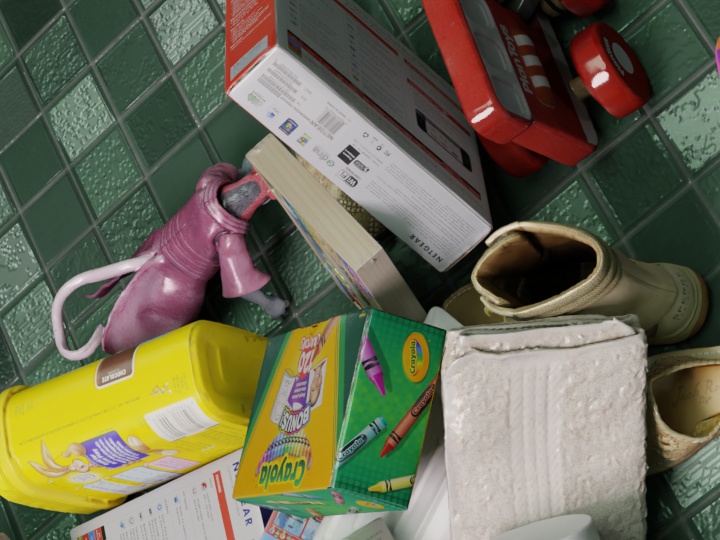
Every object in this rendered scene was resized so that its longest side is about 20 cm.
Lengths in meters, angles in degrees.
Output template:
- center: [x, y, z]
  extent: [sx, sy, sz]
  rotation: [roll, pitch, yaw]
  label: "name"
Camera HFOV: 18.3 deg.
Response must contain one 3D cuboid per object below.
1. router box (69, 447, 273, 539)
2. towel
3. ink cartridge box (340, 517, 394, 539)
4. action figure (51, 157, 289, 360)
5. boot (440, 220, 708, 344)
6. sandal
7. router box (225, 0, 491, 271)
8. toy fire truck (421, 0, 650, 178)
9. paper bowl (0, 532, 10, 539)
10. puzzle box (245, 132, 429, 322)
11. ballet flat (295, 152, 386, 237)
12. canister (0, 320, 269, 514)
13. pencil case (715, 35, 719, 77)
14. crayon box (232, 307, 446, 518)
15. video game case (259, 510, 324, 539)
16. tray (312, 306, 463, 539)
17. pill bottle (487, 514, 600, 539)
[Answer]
- center: [-0.118, 0.256, 1.653]
  extent: [0.179, 0.049, 0.200]
  rotation: [-26, 65, 28]
  label: "router box"
- center: [0.119, 0.122, 1.429]
  extent: [0.132, 0.034, 0.200]
  rotation: [-6, 116, -2]
  label: "towel"
- center: [0.010, 0.279, 1.458]
  extent: [0.116, 0.067, 0.200]
  rotation: [-33, 85, 21]
  label: "ink cartridge box"
- center: [-0.130, -0.024, 1.676]
  extent: [0.200, 0.149, 0.134]
  rotation: [-47, 50, 34]
  label: "action figure"
- center: [0.109, 0.017, 1.483]
  extent: [0.200, 0.155, 0.073]
  rotation: [-4, 77, 35]
  label: "boot"
- center: [0.212, 0.080, 1.448]
  extent: [0.211, 0.070, 0.078]
  rotation: [-18, 69, 31]
  label: "sandal"
- center: [-0.002, -0.116, 1.518]
  extent: [0.049, 0.200, 0.180]
  rotation: [-42, 25, 20]
  label: "router box"
- center: [0.097, -0.165, 1.526]
  extent: [0.112, 0.168, 0.200]
  rotation: [-31, 63, 26]
  label: "toy fire truck"
- center: [-0.252, 0.293, 1.656]
  extent: [0.104, 0.201, 0.201]
  rotation: [-13, 68, -2]
  label: "paper bowl"
- center: [0.000, 0.000, 1.541]
  extent: [0.025, 0.200, 0.133]
  rotation: [-41, 55, -5]
  label: "puzzle box"
- center: [-0.018, -0.120, 1.653]
  extent: [0.065, 0.070, 0.200]
  rotation: [122, 134, -56]
  label: "ballet flat"
- center: [-0.160, 0.109, 1.659]
  extent: [0.200, 0.148, 0.087]
  rotation: [-21, 68, 27]
  label: "canister"
- center: [0.326, -0.151, 1.416]
  extent: [0.200, 0.088, 0.089]
  rotation: [-23, 67, 31]
  label: "pencil case"
- center: [-0.017, 0.098, 1.483]
  extent: [0.200, 0.058, 0.119]
  rotation: [160, 125, -67]
  label: "crayon box"
- center: [0.004, 0.171, 1.553]
  extent: [0.143, 0.017, 0.200]
  rotation: [23, 87, 37]
  label: "video game case"
- center: [0.034, 0.133, 1.491]
  extent: [0.107, 0.022, 0.200]
  rotation: [40, 111, 38]
  label: "tray"
- center: [0.135, 0.260, 1.395]
  extent: [0.112, 0.112, 0.200]
  rotation: [-17, 93, 31]
  label: "pill bottle"
